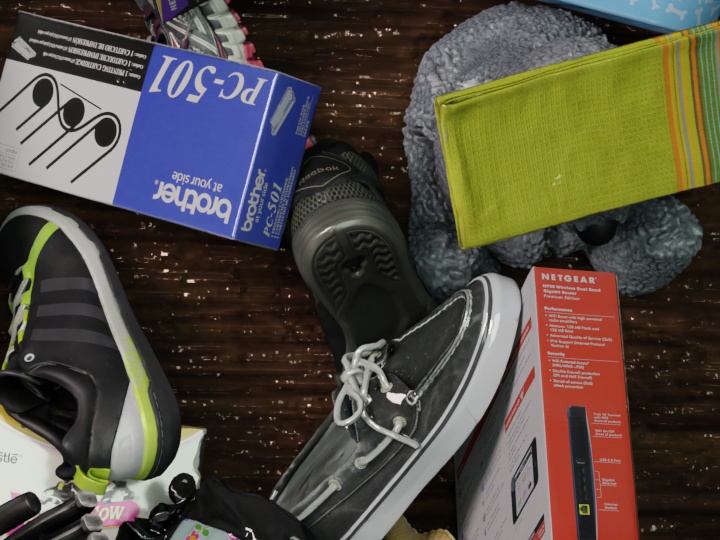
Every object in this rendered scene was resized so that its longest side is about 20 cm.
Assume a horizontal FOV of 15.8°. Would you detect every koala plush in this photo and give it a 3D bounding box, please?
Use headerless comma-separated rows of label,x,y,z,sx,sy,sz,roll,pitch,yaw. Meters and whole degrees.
koala plush,0.113,-0.079,1.474,0.176,0.200,0.185,-8,84,-10

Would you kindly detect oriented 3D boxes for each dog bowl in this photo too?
dog bowl,0.126,-0.181,1.539,0.199,0.111,0.050,14,95,-8

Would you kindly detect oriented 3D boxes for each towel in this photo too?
towel,0.140,-0.075,1.375,0.199,0.018,0.086,-15,105,-13

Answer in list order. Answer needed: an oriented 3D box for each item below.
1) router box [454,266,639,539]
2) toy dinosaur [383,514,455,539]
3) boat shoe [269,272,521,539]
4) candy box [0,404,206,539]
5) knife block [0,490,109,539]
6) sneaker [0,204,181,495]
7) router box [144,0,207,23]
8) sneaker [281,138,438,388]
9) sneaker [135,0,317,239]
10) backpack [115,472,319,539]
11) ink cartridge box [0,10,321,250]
router box,0.098,0.126,1.418,0.049,0.200,0.180,5,58,-10
toy dinosaur,0.030,0.185,1.486,0.058,0.200,0.101,7,123,-28
boat shoe,0.014,0.075,1.430,0.068,0.074,0.200,24,122,-22
candy box,-0.167,0.179,1.464,0.136,0.061,0.201,8,81,-10
knife block,-0.228,0.179,1.385,0.199,0.064,0.176,18,85,36
sneaker,-0.170,0.039,1.431,0.083,0.072,0.200,-11,48,-31
router box,-0.094,-0.250,1.483,0.157,0.052,0.200,-28,54,-12
sneaker,0.000,0.000,1.480,0.076,0.200,0.115,-22,49,3
sneaker,-0.096,-0.114,1.503,0.074,0.081,0.200,-32,90,-10
backpack,-0.079,0.231,1.381,0.167,0.126,0.200,49,63,-31
ink cartridge box,-0.120,-0.079,1.442,0.199,0.044,0.094,15,91,36
